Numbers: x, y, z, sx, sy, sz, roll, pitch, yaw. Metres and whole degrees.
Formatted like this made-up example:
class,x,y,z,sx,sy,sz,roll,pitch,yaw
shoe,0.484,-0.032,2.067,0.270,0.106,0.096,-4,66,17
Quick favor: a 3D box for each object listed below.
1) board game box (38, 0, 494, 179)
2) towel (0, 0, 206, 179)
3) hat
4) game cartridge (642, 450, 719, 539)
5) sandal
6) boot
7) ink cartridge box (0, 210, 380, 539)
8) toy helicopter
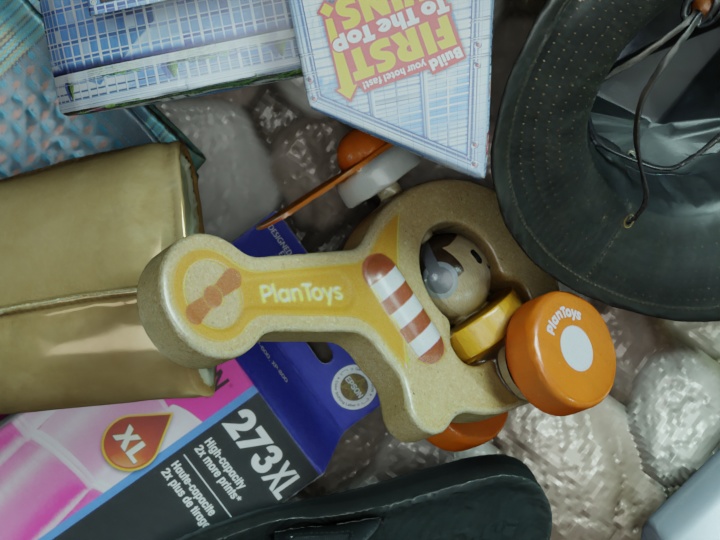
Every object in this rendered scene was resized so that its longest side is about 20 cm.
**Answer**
class,x,y,z,sx,sy,sz,roll,pitch,yaw
board game box,-0.024,-0.122,0.811,0.199,0.062,0.201,-11,94,5
towel,-0.178,-0.022,0.902,0.147,0.022,0.200,44,93,-7
hat,0.124,-0.077,0.872,0.199,0.081,0.202,-14,126,-20
game cartridge,0.214,0.140,0.885,0.133,0.042,0.200,-41,76,-19
sandal,-0.016,0.128,0.899,0.199,0.048,0.076,-20,125,-5
boot,-0.152,0.050,0.853,0.199,0.066,0.176,-8,86,3
ink cartridge box,-0.086,0.073,0.908,0.200,0.037,0.095,-36,105,-1
toy helicopter,0.000,0.000,0.855,0.199,0.079,0.133,-1,75,-41
